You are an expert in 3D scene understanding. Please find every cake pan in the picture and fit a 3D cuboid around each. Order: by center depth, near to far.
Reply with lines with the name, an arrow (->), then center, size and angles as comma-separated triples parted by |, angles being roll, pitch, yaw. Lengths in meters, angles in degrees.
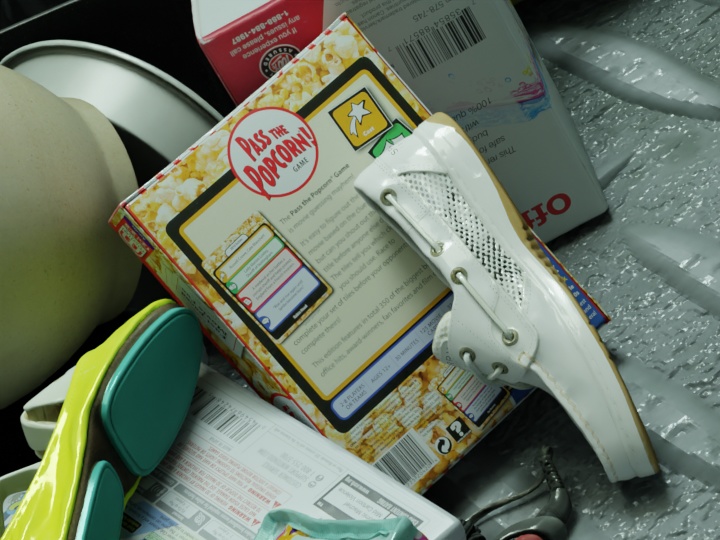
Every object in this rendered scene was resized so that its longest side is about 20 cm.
cake pan -> -0.132, -0.038, 1.432 | 0.200, 0.201, 0.037 | -3, 40, 41

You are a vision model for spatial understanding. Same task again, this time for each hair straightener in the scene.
hair straightener -> 0.025, 0.150, 1.166 | 0.077, 0.041, 0.200 | 6, 47, 47

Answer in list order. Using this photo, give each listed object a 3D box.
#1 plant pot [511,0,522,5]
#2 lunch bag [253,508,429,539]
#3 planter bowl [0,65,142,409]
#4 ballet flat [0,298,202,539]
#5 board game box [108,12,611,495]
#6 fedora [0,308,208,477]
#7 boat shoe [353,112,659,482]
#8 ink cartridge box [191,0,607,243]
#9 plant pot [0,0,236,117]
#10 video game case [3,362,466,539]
plant pot -> 0.109, -0.253, 1.563 | 0.184, 0.200, 0.201 | -33, 27, 24
lunch bag -> -0.016, 0.216, 0.976 | 0.122, 0.171, 0.200 | -6, 38, 50
planter bowl -> -0.194, -0.021, 1.319 | 0.134, 0.201, 0.200 | -10, 16, -34
ballet flat -> -0.131, 0.088, 1.184 | 0.067, 0.067, 0.201 | -2, 44, 21
board game box -> 0.000, 0.000, 1.258 | 0.151, 0.200, 0.046 | -41, 1, -16
fedora -> -0.160, 0.107, 1.351 | 0.200, 0.092, 0.201 | -17, 32, 11
boat shoe -> 0.065, 0.024, 1.207 | 0.069, 0.071, 0.200 | -33, 70, -2
ink cartridge box -> 0.019, -0.104, 1.392 | 0.145, 0.200, 0.145 | -27, 27, 8
plant pot -> -0.142, -0.139, 1.617 | 0.199, 0.178, 0.200 | -21, 32, 21
video game case -> -0.082, 0.134, 1.180 | 0.182, 0.022, 0.200 | -39, 44, -24
